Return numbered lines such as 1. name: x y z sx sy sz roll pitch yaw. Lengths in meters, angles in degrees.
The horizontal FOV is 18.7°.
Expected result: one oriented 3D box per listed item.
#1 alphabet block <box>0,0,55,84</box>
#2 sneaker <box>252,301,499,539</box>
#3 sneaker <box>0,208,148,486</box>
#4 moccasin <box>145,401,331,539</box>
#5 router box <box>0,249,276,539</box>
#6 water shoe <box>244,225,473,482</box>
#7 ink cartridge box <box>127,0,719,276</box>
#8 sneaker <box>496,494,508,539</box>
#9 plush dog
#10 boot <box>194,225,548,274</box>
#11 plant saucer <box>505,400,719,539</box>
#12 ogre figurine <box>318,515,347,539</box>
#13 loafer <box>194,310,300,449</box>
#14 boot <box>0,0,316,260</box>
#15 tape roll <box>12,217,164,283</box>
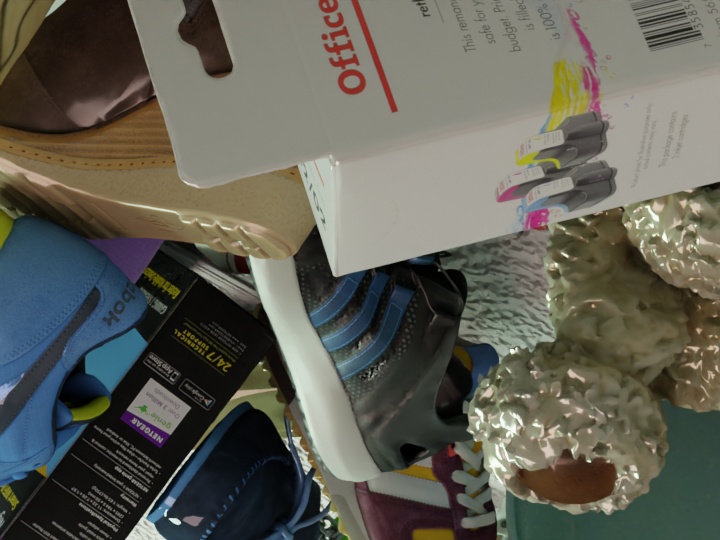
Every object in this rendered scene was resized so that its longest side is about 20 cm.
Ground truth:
1. alphabet block: -0.162 -0.190 0.680 0.195 0.197 0.200 28 151 3
2. sneaker: 0.032 0.079 0.972 0.090 0.075 0.200 -34 81 19
3. sneaker: -0.146 0.065 0.815 0.078 0.066 0.200 28 123 -12
4. moccasin: -0.044 0.105 1.016 0.068 0.080 0.200 41 -177 7
5. router box: -0.122 0.060 1.011 0.051 0.149 0.200 38 176 -18
6. water shoe: 0.000 0.000 0.866 0.079 0.072 0.200 -15 135 1
7. ink cartridge box: 0.031 -0.074 0.680 0.200 0.115 0.068 -13 149 -8
8. sneaker: 0.099 0.109 1.011 0.074 0.116 0.200 26 149 7
9. plush dog: 0.133 -0.022 0.786 0.200 0.161 0.172 -2 136 -10
10. boot: 0.015 -0.034 0.906 0.144 0.072 0.200 28 147 -2
11. plant saucer: 0.157 0.096 0.856 0.200 0.200 0.036 18 153 17
12. ogre figurine: 0.049 0.199 1.214 0.120 0.098 0.200 10 136 49
13. loafer: -0.079 0.062 1.133 0.200 0.067 0.076 7 144 33
14. boot: -0.072 -0.095 0.787 0.200 0.167 0.072 13 161 24
15. tape roll: -0.134 -0.017 0.920 0.066 0.200 0.200 35 150 -12
